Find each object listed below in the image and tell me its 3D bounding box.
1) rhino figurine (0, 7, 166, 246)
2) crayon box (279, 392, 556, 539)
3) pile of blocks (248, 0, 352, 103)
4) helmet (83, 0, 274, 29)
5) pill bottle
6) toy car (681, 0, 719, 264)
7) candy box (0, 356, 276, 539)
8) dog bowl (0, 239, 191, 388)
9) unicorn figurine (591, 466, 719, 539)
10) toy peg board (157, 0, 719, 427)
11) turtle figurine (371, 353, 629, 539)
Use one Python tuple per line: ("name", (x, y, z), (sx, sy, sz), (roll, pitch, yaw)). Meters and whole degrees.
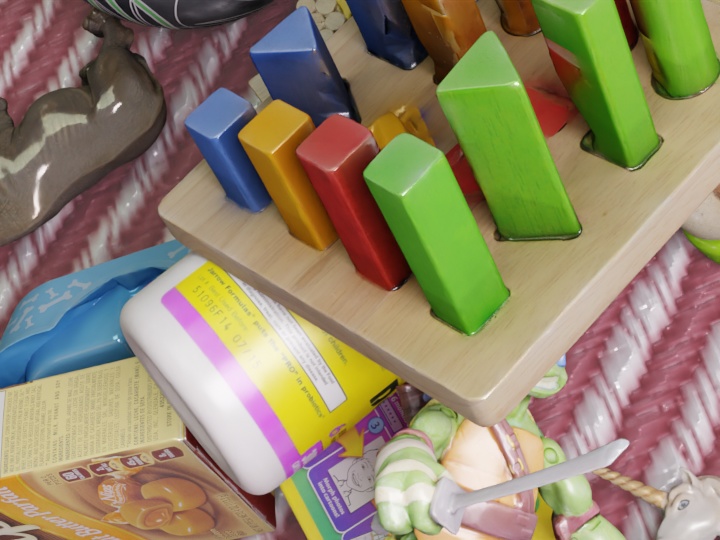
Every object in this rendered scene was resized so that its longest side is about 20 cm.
("rhino figurine", (-0.196, -0.061, 1.062), (0.200, 0.060, 0.088), (-39, 54, 0))
("crayon box", (0.037, 0.110, 0.846), (0.118, 0.058, 0.201), (-32, 63, 3))
("pile of blocks", (-0.017, -0.097, 1.009), (0.082, 0.062, 0.201), (19, 78, 18))
("helmet", (-0.104, -0.230, 1.034), (0.199, 0.200, 0.192), (9, 75, 27))
("pill bottle", (0.000, 0.000, 0.805), (0.200, 0.104, 0.104), (-38, 54, -10))
("toy car", (0.177, -0.128, 0.849), (0.200, 0.164, 0.158), (-47, 54, 9))
("candy box", (-0.154, 0.105, 0.913), (0.199, 0.116, 0.056), (-14, 56, 15))
("dog bowl", (-0.098, 0.037, 0.937), (0.199, 0.112, 0.050), (-18, 43, 13))
("unicorn figurine", (0.184, 0.130, 0.762), (0.199, 0.074, 0.138), (-25, 40, 40))
("toy peg board", (0.033, -0.077, 0.712), (0.200, 0.098, 0.199), (-45, 47, -17))
("turtle figurine", (0.056, 0.126, 0.703), (0.199, 0.144, 0.195), (29, 100, 29))
